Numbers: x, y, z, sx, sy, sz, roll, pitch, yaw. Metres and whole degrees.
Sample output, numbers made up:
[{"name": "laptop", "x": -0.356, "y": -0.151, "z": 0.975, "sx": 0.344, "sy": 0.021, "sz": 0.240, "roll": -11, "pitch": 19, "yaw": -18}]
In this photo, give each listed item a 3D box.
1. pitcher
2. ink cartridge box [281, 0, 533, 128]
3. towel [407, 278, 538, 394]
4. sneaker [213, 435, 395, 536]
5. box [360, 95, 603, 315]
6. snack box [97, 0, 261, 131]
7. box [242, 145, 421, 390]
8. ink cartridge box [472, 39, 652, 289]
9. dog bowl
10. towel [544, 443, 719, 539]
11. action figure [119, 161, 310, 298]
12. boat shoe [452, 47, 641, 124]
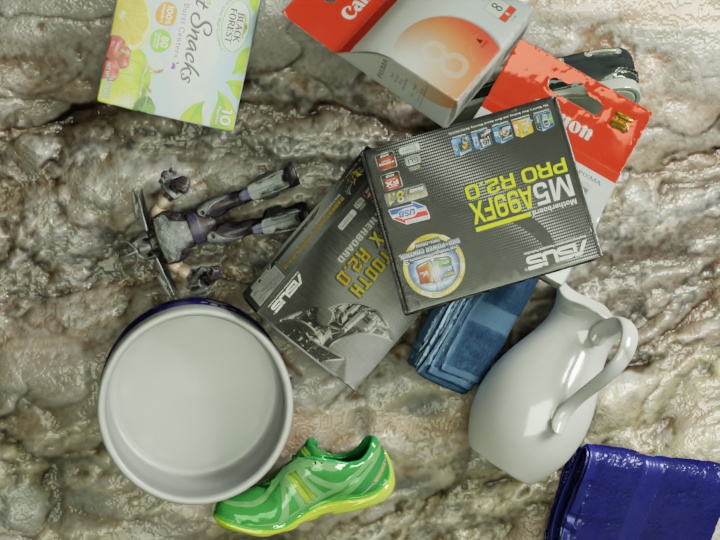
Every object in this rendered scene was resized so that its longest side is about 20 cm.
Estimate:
[{"name": "pitcher", "x": 0.202, "y": 0.122, "z": 1.505, "sx": 0.120, "sy": 0.172, "sz": 0.202, "roll": 31, "pitch": 92, "yaw": -15}, {"name": "ink cartridge box", "x": 0.049, "y": -0.251, "z": 1.422, "sx": 0.199, "sy": 0.050, "sz": 0.163, "roll": 36, "pitch": 55, "yaw": 5}, {"name": "towel", "x": 0.132, "y": 0.031, "z": 1.523, "sx": 0.111, "sy": 0.048, "sz": 0.202, "roll": 25, "pitch": 94, "yaw": -49}, {"name": "sneaker", "x": -0.063, "y": 0.221, "z": 1.537, "sx": 0.197, "sy": 0.074, "sz": 0.085, "roll": -15, "pitch": 103, "yaw": -15}, {"name": "box", "x": 0.114, "y": -0.061, "z": 1.400, "sx": 0.197, "sy": 0.044, "sz": 0.163, "roll": -15, "pitch": 84, "yaw": 1}, {"name": "snack box", "x": -0.174, "y": -0.253, "z": 1.457, "sx": 0.140, "sy": 0.053, "sz": 0.203, "roll": 11, "pitch": 97, "yaw": -11}, {"name": "box", "x": 0.000, "y": 0.000, "z": 1.494, "sx": 0.200, "sy": 0.048, "sz": 0.158, "roll": -49, "pitch": 124, "yaw": 1}, {"name": "ink cartridge box", "x": 0.177, "y": -0.108, "z": 1.444, "sx": 0.159, "sy": 0.047, "sz": 0.202, "roll": 29, "pitch": 90, "yaw": 5}, {"name": "dog bowl", "x": -0.170, "y": 0.132, "z": 1.502, "sx": 0.197, "sy": 0.079, "sz": 0.203, "roll": -1, "pitch": 99, "yaw": -8}, {"name": "towel", "x": 0.296, "y": 0.262, "z": 1.585, "sx": 0.197, "sy": 0.050, "sz": 0.150, "roll": 10, "pitch": 106, "yaw": -24}, {"name": "action figure", "x": -0.152, "y": -0.049, "z": 1.484, "sx": 0.197, "sy": 0.069, "sz": 0.132, "roll": -19, "pitch": 106, "yaw": -1}, {"name": "boat shoe", "x": 0.188, "y": -0.185, "z": 1.515, "sx": 0.197, "sy": 0.076, "sz": 0.061, "roll": -6, "pitch": 61, "yaw": 2}]
